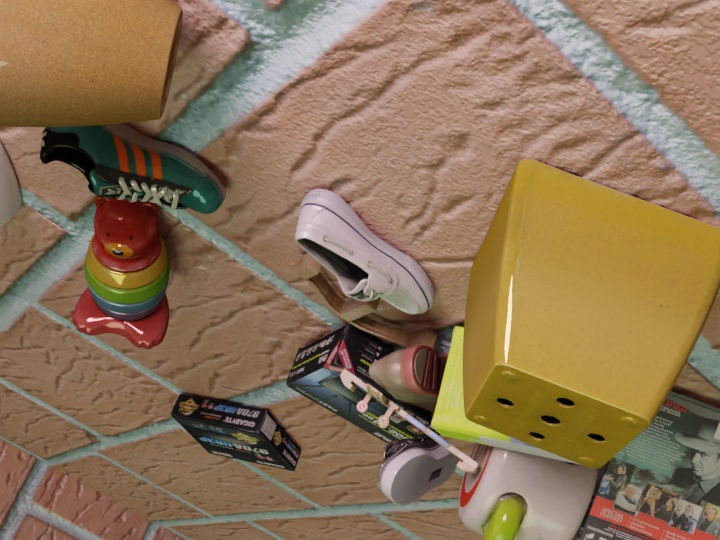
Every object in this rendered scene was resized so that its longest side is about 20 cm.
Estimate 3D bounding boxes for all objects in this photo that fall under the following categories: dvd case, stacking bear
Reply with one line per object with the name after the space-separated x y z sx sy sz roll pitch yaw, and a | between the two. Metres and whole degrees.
0.344 0.240 1.002 0.143 0.204 0.022 18 -168 6 | dvd case
-0.287 -0.015 1.091 0.119 0.115 0.202 14 140 -4 | stacking bear

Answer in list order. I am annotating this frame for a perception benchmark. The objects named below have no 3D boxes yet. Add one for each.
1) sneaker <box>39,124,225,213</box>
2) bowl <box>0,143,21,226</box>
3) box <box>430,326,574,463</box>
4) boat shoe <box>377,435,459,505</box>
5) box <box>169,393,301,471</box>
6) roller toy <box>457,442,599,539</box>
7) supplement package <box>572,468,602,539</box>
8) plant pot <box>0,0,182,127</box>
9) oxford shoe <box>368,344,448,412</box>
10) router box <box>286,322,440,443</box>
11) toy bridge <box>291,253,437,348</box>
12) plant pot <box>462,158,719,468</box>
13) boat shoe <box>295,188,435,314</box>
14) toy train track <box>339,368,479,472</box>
-0.243 -0.100 0.944 0.197 0.081 0.071 27 151 -7 | sneaker
-0.538 -0.129 1.116 0.196 0.076 0.201 21 149 2 | bowl
0.187 0.138 0.989 0.196 0.124 0.048 7 161 27 | box
0.061 0.238 1.113 0.065 0.071 0.199 24 -169 26 | boat shoe
-0.224 0.292 1.608 0.196 0.047 0.160 5 146 28 | box
0.212 0.245 1.089 0.137 0.203 0.182 21 174 2 | roller toy
0.338 0.340 1.133 0.149 0.203 0.152 27 151 -8 | supplement package
-0.251 -0.193 0.726 0.196 0.190 0.187 13 152 -11 | plant pot
0.081 0.137 1.093 0.074 0.072 0.200 -8 152 30 | oxford shoe
0.017 0.161 1.207 0.198 0.063 0.149 33 150 -17 | router box
-0.002 0.042 1.063 0.199 0.028 0.067 35 149 -21 | toy bridge
0.189 0.056 0.800 0.197 0.179 0.201 21 151 4 | plant pot
0.000 0.000 0.953 0.199 0.068 0.073 39 147 -27 | boat shoe
0.052 0.187 1.066 0.198 0.033 0.115 33 172 18 | toy train track
